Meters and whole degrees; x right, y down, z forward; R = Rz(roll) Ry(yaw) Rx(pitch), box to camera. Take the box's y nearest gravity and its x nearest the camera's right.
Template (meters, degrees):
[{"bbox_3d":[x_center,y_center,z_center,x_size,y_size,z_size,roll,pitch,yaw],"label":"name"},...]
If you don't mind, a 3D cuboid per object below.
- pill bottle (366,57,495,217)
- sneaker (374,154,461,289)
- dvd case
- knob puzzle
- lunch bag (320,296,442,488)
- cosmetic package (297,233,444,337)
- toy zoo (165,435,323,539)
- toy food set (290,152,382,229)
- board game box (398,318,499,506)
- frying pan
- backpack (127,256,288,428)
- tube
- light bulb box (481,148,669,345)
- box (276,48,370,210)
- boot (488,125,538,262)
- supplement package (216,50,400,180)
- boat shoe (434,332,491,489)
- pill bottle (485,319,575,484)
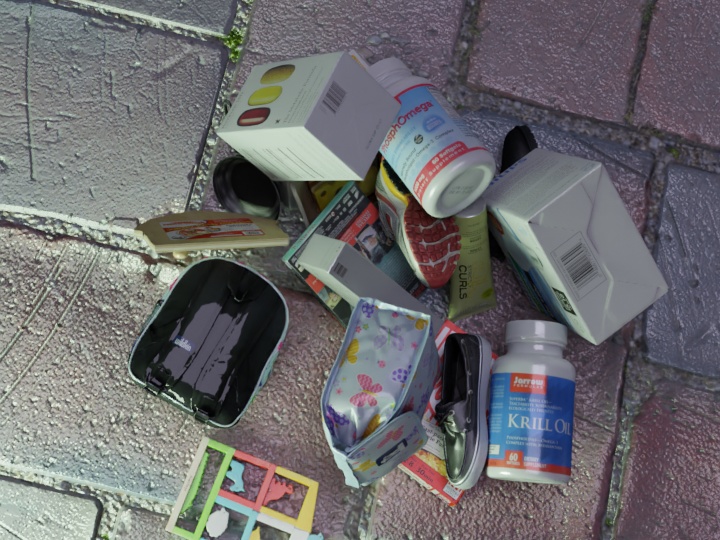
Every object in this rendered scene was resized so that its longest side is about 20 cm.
[{"bbox_3d":[0.075,-0.173,1.336,0.108,0.109,0.201,-31,65,-12],"label":"pill bottle"},{"bbox_3d":[0.072,-0.060,1.374,0.077,0.083,0.202,-4,55,-22],"label":"sneaker"},{"bbox_3d":[0.000,0.000,1.426,0.146,0.022,0.200,-50,120,-15],"label":"dvd case"},{"bbox_3d":[-0.203,-0.047,1.403,0.216,0.220,0.031,-1,105,-5],"label":"knob puzzle"},{"bbox_3d":[0.026,0.164,1.319,0.126,0.170,0.202,17,67,17],"label":"lunch bag"},{"bbox_3d":[0.015,0.028,1.381,0.199,0.082,0.051,39,76,-33],"label":"cosmetic package"},{"bbox_3d":[-0.141,0.317,1.388,0.198,0.020,0.133,21,74,0],"label":"toy zoo"},{"bbox_3d":[0.001,-0.115,1.447,0.199,0.144,0.060,-38,51,-14],"label":"toy food set"},{"bbox_3d":[0.120,0.192,1.431,0.151,0.046,0.201,35,75,4],"label":"board game box"},{"bbox_3d":[-0.171,-0.142,1.448,0.031,0.114,0.192,-46,117,-45],"label":"frying pan"},{"bbox_3d":[-0.190,0.089,1.376,0.176,0.151,0.202,29,82,-3],"label":"backpack"},{"bbox_3d":[0.150,-0.011,1.426,0.057,0.202,0.052,12,45,20],"label":"tube"},{"bbox_3d":[0.268,-0.038,1.375,0.124,0.200,0.199,-35,108,-6],"label":"light bulb box"},{"bbox_3d":[-0.054,-0.198,1.483,0.199,0.113,0.102,-38,76,-13],"label":"box"},{"bbox_3d":[0.182,-0.104,1.503,0.160,0.073,0.201,-8,80,-8],"label":"boot"},{"bbox_3d":[-0.068,-0.186,1.305,0.109,0.199,0.115,38,70,-34],"label":"supplement package"},{"bbox_3d":[0.126,0.177,1.361,0.066,0.070,0.203,17,76,-31],"label":"boat shoe"},{"bbox_3d":[0.222,0.171,1.365,0.111,0.112,0.203,5,78,-4],"label":"pill bottle"}]
